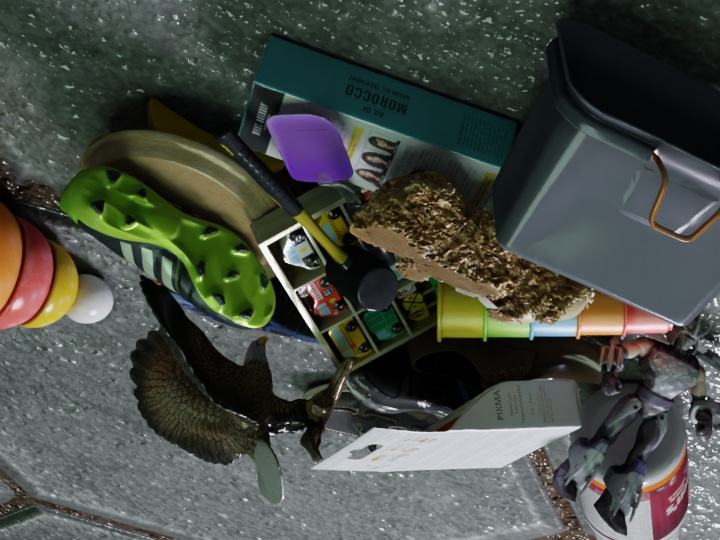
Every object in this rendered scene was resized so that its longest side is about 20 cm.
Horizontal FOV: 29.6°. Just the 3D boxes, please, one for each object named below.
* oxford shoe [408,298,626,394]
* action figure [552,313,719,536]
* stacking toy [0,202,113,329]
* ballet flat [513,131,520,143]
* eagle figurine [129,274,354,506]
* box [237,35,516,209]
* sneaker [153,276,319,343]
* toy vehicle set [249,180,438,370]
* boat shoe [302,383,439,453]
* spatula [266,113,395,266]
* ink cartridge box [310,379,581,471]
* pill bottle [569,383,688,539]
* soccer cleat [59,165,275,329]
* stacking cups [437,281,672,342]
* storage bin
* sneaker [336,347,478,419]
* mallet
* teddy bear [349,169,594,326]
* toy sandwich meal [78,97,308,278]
[{"bbox_3d":[0.140,0.086,1.238,0.198,0.085,0.073,7,145,10],"label":"oxford shoe"},{"bbox_3d":[0.251,0.125,1.194,0.130,0.069,0.201,28,102,-1],"label":"action figure"},{"bbox_3d":[-0.321,0.011,1.306,0.199,0.147,0.146,22,150,-39],"label":"stacking toy"},{"bbox_3d":[0.143,-0.054,1.064,0.063,0.069,0.200,-10,152,-12],"label":"ballet flat"},{"bbox_3d":[-0.120,0.103,1.206,0.199,0.153,0.151,18,-170,-4],"label":"eagle figurine"},{"bbox_3d":[0.011,-0.105,1.039,0.199,0.049,0.082,19,147,-5],"label":"box"},{"bbox_3d":[-0.092,0.023,1.268,0.199,0.076,0.079,19,161,6],"label":"sneaker"},{"bbox_3d":[0.000,0.000,1.160,0.124,0.027,0.200,-29,138,0],"label":"toy vehicle set"},{"bbox_3d":[0.027,0.162,1.414,0.198,0.065,0.072,5,147,17],"label":"boat shoe"},{"bbox_3d":[-0.011,-0.056,1.056,0.056,0.021,0.200,0,151,25],"label":"spatula"},{"bbox_3d":[0.072,0.139,1.206,0.199,0.048,0.160,3,159,-22],"label":"ink cartridge box"},{"bbox_3d":[0.267,0.206,1.337,0.109,0.110,0.201,4,145,18],"label":"pill bottle"},{"bbox_3d":[-0.156,-0.019,1.115,0.200,0.068,0.081,37,159,-22],"label":"soccer cleat"},{"bbox_3d":[0.164,0.033,1.160,0.198,0.061,0.061,1,146,2],"label":"stacking cups"},{"bbox_3d":[0.189,-0.050,0.920,0.199,0.146,0.135,22,124,-13],"label":"storage bin"},{"bbox_3d":[0.071,0.103,1.317,0.199,0.074,0.082,20,137,-22],"label":"sneaker"},{"bbox_3d":[-0.040,-0.038,1.036,0.066,0.041,0.200,36,171,49],"label":"mallet"},{"bbox_3d":[0.089,-0.017,1.035,0.199,0.067,0.145,26,163,-11],"label":"teddy bear"},{"bbox_3d":[-0.138,-0.064,1.152,0.204,0.071,0.206,13,145,9],"label":"toy sandwich meal"}]
